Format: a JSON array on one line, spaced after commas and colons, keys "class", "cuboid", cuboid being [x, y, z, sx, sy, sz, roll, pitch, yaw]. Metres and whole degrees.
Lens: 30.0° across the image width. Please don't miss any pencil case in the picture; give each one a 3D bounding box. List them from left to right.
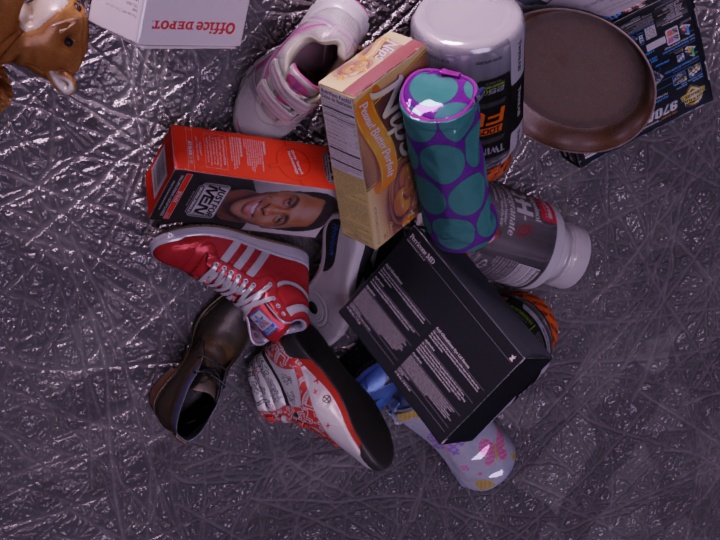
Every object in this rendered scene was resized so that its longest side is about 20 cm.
[{"class": "pencil case", "cuboid": [0.117, 0.200, 1.715, 0.200, 0.083, 0.091, 45, 71, -33]}, {"class": "pencil case", "cuboid": [0.097, -0.115, 1.412, 0.092, 0.085, 0.201, -49, 145, -31]}]

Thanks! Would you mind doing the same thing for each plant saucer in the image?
[{"class": "plant saucer", "cuboid": [0.239, -0.220, 1.524, 0.201, 0.199, 0.032, 57, 43, -32]}]

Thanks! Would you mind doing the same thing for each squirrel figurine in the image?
[{"class": "squirrel figurine", "cuboid": [-0.368, -0.221, 1.307, 0.186, 0.142, 0.200, 16, 121, -39]}]

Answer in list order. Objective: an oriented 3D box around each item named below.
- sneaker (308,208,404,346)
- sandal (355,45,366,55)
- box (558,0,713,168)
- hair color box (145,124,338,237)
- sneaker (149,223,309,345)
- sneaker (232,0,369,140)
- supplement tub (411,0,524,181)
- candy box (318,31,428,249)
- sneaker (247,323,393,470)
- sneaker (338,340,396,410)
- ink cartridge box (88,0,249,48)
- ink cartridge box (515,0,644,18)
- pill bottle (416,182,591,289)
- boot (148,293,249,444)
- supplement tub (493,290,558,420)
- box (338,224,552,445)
[{"class": "sneaker", "cuboid": [0.000, 0.000, 1.582, 0.112, 0.073, 0.201, -27, 147, -41]}, {"class": "sandal", "cuboid": [0.016, -0.170, 1.515, 0.080, 0.054, 0.200, -13, 127, 21]}, {"class": "box", "cuboid": [0.320, -0.238, 1.618, 0.199, 0.046, 0.160, -27, 121, -9]}, {"class": "hair color box", "cuboid": [-0.124, -0.095, 1.466, 0.199, 0.062, 0.102, 5, 148, -25]}, {"class": "sneaker", "cuboid": [-0.139, 0.019, 1.493, 0.199, 0.113, 0.071, 10, 150, -33]}, {"class": "sneaker", "cuboid": [-0.072, -0.203, 1.421, 0.081, 0.088, 0.200, 34, 119, -12]}, {"class": "supplement tub", "cuboid": [0.119, -0.200, 1.483, 0.122, 0.123, 0.201, -20, 136, -13]}, {"class": "candy box", "cuboid": [0.024, -0.136, 1.425, 0.115, 0.055, 0.201, -41, 139, -32]}, {"class": "sneaker", "cuboid": [-0.052, 0.166, 1.586, 0.108, 0.067, 0.202, -38, 86, 32]}, {"class": "sneaker", "cuboid": [0.027, 0.123, 1.659, 0.200, 0.066, 0.079, -38, 132, -2]}, {"class": "ink cartridge box", "cuboid": [-0.174, -0.326, 1.318, 0.144, 0.084, 0.201, -10, 121, -49]}, {"class": "ink cartridge box", "cuboid": [0.202, -0.349, 1.450, 0.199, 0.146, 0.086, 21, 69, -30]}, {"class": "pill bottle", "cuboid": [0.175, -0.041, 1.612, 0.199, 0.111, 0.111, 16, 107, -28]}, {"class": "boot", "cuboid": [-0.164, 0.109, 1.547, 0.075, 0.097, 0.200, 30, 99, -29]}, {"class": "supplement tub", "cuboid": [0.154, 0.105, 1.622, 0.200, 0.122, 0.123, -32, 130, -49]}, {"class": "box", "cuboid": [0.092, 0.070, 1.485, 0.141, 0.200, 0.079, -49, 154, 23]}]
